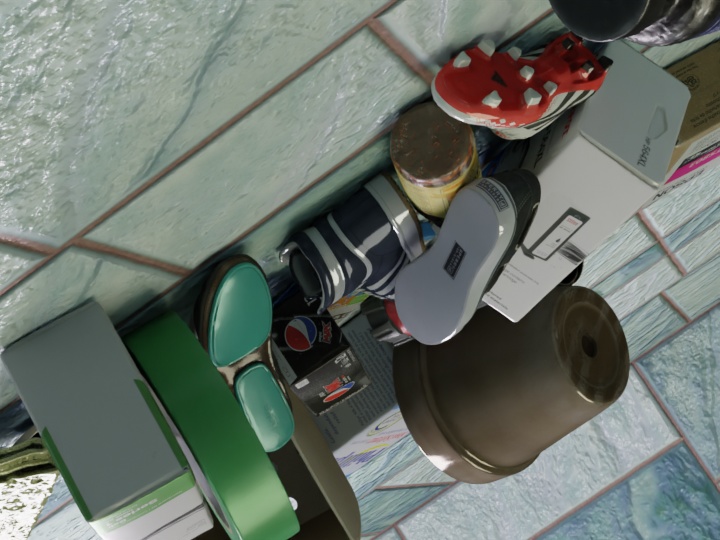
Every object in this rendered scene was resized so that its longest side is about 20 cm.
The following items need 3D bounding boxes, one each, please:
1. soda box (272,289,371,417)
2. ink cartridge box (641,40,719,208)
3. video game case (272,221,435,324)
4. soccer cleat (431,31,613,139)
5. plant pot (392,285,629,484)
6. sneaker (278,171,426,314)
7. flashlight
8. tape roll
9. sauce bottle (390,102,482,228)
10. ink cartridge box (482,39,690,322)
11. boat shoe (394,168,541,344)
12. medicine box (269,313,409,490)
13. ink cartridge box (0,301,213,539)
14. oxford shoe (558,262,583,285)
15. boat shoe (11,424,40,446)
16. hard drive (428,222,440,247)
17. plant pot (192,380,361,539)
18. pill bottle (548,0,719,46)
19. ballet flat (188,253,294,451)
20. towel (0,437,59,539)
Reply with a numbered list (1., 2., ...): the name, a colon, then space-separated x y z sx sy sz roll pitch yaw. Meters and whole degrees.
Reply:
1. soda box: -0.042 0.074 1.440 0.063 0.071 0.200 -33 166 -3
2. ink cartridge box: 0.332 -0.152 1.574 0.200 0.075 0.165 -29 164 -19
3. video game case: -0.036 0.027 1.483 0.200 0.018 0.143 -42 163 33
4. soccer cleat: 0.110 -0.126 1.192 0.200 0.069 0.085 -23 159 -50
5. plant pot: 0.161 0.094 1.587 0.173 0.201 0.200 -22 176 41
6. sneaker: 0.000 0.000 1.340 0.108 0.070 0.200 -35 155 -6
7. flashlight: 0.091 0.009 1.510 0.200 0.068 0.068 -28 -157 37
8. tape roll: -0.118 0.128 1.265 0.048 0.201 0.200 -30 166 -11
9. sauce bottle: 0.063 -0.075 1.267 0.066 0.066 0.200 -33 167 2
10. ink cartridge box: 0.168 -0.075 1.337 0.200 0.084 0.146 -48 -169 43
11. boat shoe: 0.085 -0.008 1.265 0.057 0.069 0.200 -28 162 -32
12. medicine box: -0.005 0.137 1.744 0.200 0.103 0.182 -39 165 18
13. ink cartridge box: -0.184 0.131 1.218 0.084 0.146 0.200 -28 162 -10
14. oxford shoe: 0.178 -0.005 1.614 0.070 0.075 0.200 -30 166 -13
15. boat shoe: -0.199 0.129 1.367 0.200 0.068 0.072 -21 162 -26
16. hard drive: 0.125 -0.041 1.589 0.132 0.027 0.200 -31 166 -7
17. plant pot: -0.113 0.213 1.587 0.200 0.200 0.177 -31 178 13
18. pill bottle: 0.212 -0.207 1.050 0.200 0.112 0.112 -21 162 -41
19. ballet flat: -0.104 0.062 1.300 0.068 0.068 0.200 -29 131 -26
20. towel: -0.323 0.190 1.306 0.148 0.037 0.200 -8 154 -24
